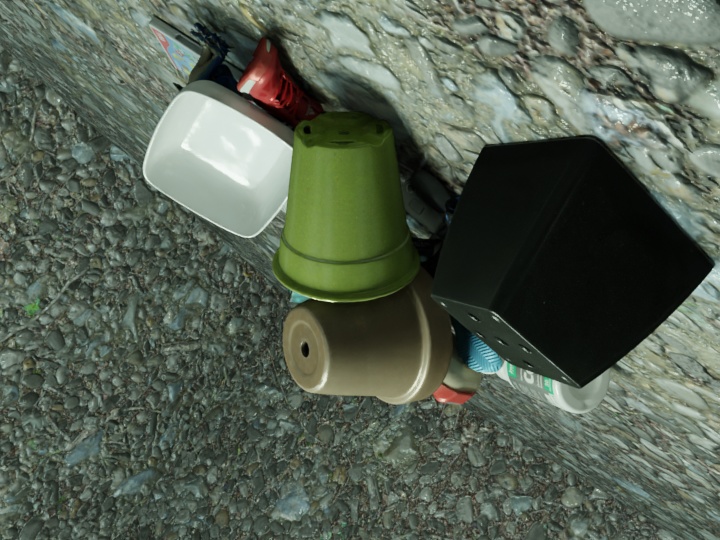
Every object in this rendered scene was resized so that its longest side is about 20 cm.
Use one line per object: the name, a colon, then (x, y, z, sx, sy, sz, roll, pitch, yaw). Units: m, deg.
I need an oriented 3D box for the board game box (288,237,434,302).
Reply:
board game box: (0.000, 0.000, 1.224, 0.198, 0.028, 0.136, 4, 135, -16)

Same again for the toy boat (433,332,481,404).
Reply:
toy boat: (0.077, 0.134, 1.212, 0.130, 0.131, 0.200, 19, -153, -52)

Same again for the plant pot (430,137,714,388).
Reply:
plant pot: (0.192, 0.002, 0.832, 0.200, 0.178, 0.199, 38, 171, -21)

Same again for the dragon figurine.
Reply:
dragon figurine: (-0.200, -0.256, 1.167, 0.059, 0.099, 0.200, 52, 176, 44)

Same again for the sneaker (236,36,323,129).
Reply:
sneaker: (-0.094, -0.237, 1.062, 0.115, 0.079, 0.200, 29, -176, -9)

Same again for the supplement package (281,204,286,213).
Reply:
supplement package: (-0.039, -0.113, 1.296, 0.199, 0.110, 0.114, 34, 171, 11)

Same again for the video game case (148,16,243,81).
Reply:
video game case: (-0.238, -0.316, 1.301, 0.199, 0.018, 0.143, 34, 171, 13)

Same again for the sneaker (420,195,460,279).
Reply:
sneaker: (0.124, -0.041, 1.071, 0.199, 0.073, 0.112, -16, 114, 44)

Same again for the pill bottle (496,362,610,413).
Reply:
pill bottle: (0.314, 0.162, 1.370, 0.113, 0.114, 0.200, 40, 169, -23)

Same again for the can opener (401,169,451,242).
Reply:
can opener: (0.132, -0.059, 1.120, 0.200, 0.053, 0.066, 39, 171, -20)

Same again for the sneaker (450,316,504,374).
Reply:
sneaker: (0.181, 0.084, 1.191, 0.080, 0.077, 0.200, 20, -157, -19)

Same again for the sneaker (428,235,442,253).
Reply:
sneaker: (0.061, 0.009, 1.324, 0.080, 0.198, 0.074, -109, -4, -48)

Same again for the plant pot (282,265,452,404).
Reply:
plant pot: (-0.004, 0.088, 1.081, 0.173, 0.202, 0.200, -7, -161, -36)

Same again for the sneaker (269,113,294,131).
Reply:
sneaker: (-0.107, -0.171, 1.201, 0.199, 0.112, 0.073, 26, 167, 47)

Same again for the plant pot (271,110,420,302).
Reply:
plant pot: (-0.018, -0.094, 1.035, 0.199, 0.199, 0.192, 28, 130, 38)

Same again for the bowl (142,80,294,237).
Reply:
bowl: (-0.183, -0.162, 1.123, 0.199, 0.075, 0.200, 30, 135, -14)
